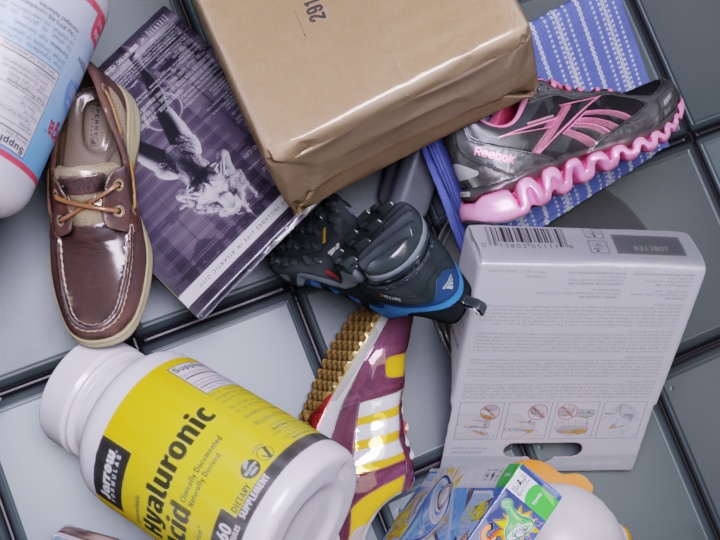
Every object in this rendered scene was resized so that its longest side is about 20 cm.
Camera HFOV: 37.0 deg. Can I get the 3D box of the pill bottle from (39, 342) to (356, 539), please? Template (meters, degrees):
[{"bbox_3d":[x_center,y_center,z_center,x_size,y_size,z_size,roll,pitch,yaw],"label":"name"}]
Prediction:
[{"bbox_3d":[-0.111,0.121,0.703,0.199,0.111,0.112,26,72,26],"label":"pill bottle"}]

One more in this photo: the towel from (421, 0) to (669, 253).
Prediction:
[{"bbox_3d":[0.136,-0.112,0.815,0.199,0.024,0.146,-30,109,-17],"label":"towel"}]

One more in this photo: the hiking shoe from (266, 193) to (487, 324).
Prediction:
[{"bbox_3d":[0.000,0.000,0.748,0.087,0.200,0.075,44,78,-25],"label":"hiking shoe"}]

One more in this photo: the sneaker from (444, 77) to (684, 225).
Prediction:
[{"bbox_3d":[0.145,-0.109,0.773,0.199,0.079,0.096,-26,96,-20],"label":"sneaker"}]

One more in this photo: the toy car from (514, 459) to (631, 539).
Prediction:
[{"bbox_3d":[0.166,0.218,0.760,0.176,0.185,0.201,-7,57,-13],"label":"toy car"}]

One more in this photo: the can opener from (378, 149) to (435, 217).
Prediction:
[{"bbox_3d":[0.043,-0.142,0.809,0.066,0.053,0.201,14,101,-20],"label":"can opener"}]

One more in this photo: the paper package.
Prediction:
[{"bbox_3d":[-0.006,-0.174,0.711,0.190,0.104,0.201,-26,71,0],"label":"paper package"}]

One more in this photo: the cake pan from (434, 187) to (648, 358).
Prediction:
[{"bbox_3d":[0.154,0.014,0.849,0.199,0.037,0.202,2,79,-11],"label":"cake pan"}]

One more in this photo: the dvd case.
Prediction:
[{"bbox_3d":[-0.128,-0.083,0.778,0.200,0.016,0.149,42,82,18],"label":"dvd case"}]

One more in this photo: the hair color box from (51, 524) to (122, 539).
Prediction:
[{"bbox_3d":[-0.113,0.227,0.716,0.199,0.100,0.061,18,77,-8],"label":"hair color box"}]

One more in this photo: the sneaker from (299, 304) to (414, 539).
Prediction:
[{"bbox_3d":[0.006,0.114,0.785,0.090,0.075,0.201,28,80,-14],"label":"sneaker"}]

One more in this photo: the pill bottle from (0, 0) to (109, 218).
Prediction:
[{"bbox_3d":[-0.242,-0.104,0.676,0.108,0.109,0.201,21,76,-7],"label":"pill bottle"}]

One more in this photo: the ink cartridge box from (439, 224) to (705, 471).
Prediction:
[{"bbox_3d":[0.143,0.061,0.787,0.161,0.201,0.057,1,41,-8],"label":"ink cartridge box"}]

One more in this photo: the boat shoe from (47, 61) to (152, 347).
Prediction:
[{"bbox_3d":[-0.183,-0.050,0.726,0.072,0.072,0.201,-5,69,6],"label":"boat shoe"}]

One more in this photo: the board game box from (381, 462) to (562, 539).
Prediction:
[{"bbox_3d":[0.047,0.192,0.706,0.034,0.200,0.136,39,73,-2],"label":"board game box"}]
